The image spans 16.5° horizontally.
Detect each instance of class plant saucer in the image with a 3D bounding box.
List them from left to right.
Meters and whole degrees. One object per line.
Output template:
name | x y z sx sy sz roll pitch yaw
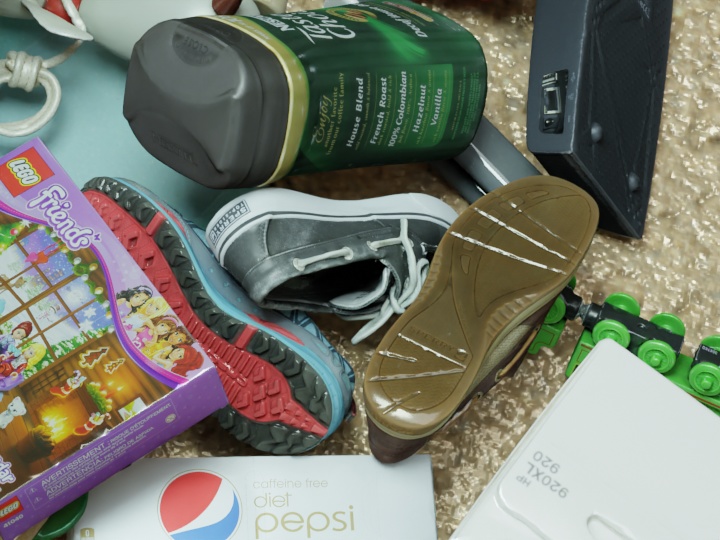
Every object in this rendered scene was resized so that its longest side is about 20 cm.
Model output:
plant saucer | -0.144 -0.089 1.471 0.200 0.036 0.200 3 67 -7

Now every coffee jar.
coffee jar | -0.030 -0.100 1.379 0.200 0.085 0.104 -12 31 -44

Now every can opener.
can opener | 0.051 -0.101 1.497 0.066 0.053 0.200 -35 76 -21

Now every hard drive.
hard drive | 0.145 -0.132 1.488 0.042 0.135 0.200 -2 65 26

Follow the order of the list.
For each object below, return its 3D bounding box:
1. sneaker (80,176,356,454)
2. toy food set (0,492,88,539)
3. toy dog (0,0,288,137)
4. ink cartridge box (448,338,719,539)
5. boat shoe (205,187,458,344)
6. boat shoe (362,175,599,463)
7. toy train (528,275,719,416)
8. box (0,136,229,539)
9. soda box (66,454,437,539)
sneaker | -0.084 0.024 1.397 0.200 0.096 0.079 45 111 10
toy food set | -0.238 0.101 1.340 0.200 0.049 0.198 31 70 31
toy dog | -0.136 -0.155 1.428 0.200 0.096 0.132 -3 67 -10
ink cartridge box | 0.127 0.160 1.315 0.147 0.200 0.145 35 67 7
boat shoe | 0.002 -0.002 1.391 0.199 0.074 0.068 10 41 -54
boat shoe | 0.064 0.029 1.384 0.072 0.072 0.200 28 57 13
toy train | 0.152 0.046 1.446 0.200 0.056 0.042 24 38 4
box | -0.179 0.032 1.315 0.137 0.039 0.200 -32 54 -12
soda box | -0.061 0.141 1.367 0.200 0.068 0.064 -1 68 -9
